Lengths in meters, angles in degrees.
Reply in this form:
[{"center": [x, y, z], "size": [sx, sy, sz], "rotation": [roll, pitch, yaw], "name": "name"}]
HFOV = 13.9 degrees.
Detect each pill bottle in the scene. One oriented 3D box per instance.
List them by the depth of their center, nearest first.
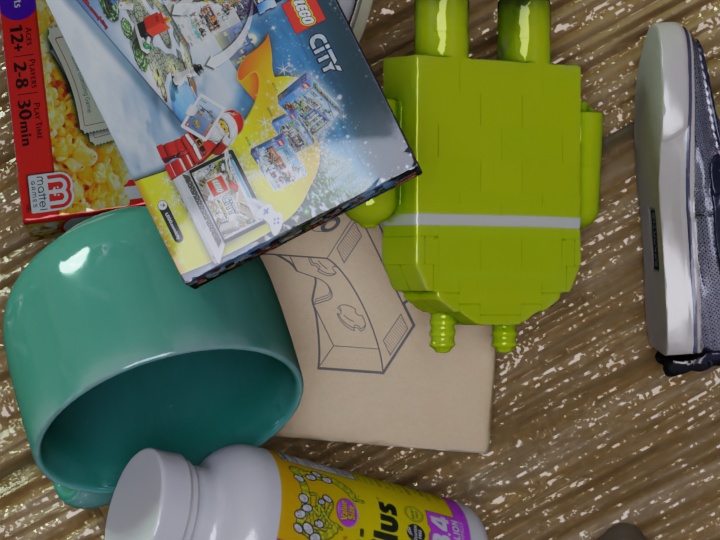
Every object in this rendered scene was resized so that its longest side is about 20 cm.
[{"center": [-0.036, 0.156, 1.627], "size": [0.200, 0.104, 0.104], "rotation": [16, 92, -24], "name": "pill bottle"}]

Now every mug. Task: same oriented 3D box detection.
[{"center": [-0.131, 0.043, 1.624], "size": [0.185, 0.152, 0.114], "rotation": [-29, 60, 19], "name": "mug"}]

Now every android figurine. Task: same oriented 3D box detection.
[{"center": [0.066, -0.053, 1.638], "size": [0.182, 0.041, 0.200], "rotation": [-2, 92, -39], "name": "android figurine"}]

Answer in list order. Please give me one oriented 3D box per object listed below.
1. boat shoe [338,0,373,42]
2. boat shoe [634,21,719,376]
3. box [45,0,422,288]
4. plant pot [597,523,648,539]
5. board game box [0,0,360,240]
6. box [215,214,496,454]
[{"center": [-0.041, -0.131, 1.592], "size": [0.068, 0.075, 0.200], "rotation": [16, 76, -22], "name": "boat shoe"}, {"center": [0.209, -0.043, 1.675], "size": [0.093, 0.075, 0.200], "rotation": [-4, 100, -7], "name": "boat shoe"}, {"center": [-0.072, -0.110, 1.541], "size": [0.136, 0.038, 0.200], "rotation": [-26, 84, 2], "name": "box"}, {"center": [0.145, 0.287, 1.631], "size": [0.200, 0.177, 0.200], "rotation": [-41, 92, 2], "name": "plant pot"}, {"center": [-0.097, -0.106, 1.657], "size": [0.200, 0.046, 0.152], "rotation": [-8, 76, -1], "name": "board game box"}, {"center": [0.000, 0.000, 1.693], "size": [0.163, 0.021, 0.200], "rotation": [4, 93, 0], "name": "box"}]
